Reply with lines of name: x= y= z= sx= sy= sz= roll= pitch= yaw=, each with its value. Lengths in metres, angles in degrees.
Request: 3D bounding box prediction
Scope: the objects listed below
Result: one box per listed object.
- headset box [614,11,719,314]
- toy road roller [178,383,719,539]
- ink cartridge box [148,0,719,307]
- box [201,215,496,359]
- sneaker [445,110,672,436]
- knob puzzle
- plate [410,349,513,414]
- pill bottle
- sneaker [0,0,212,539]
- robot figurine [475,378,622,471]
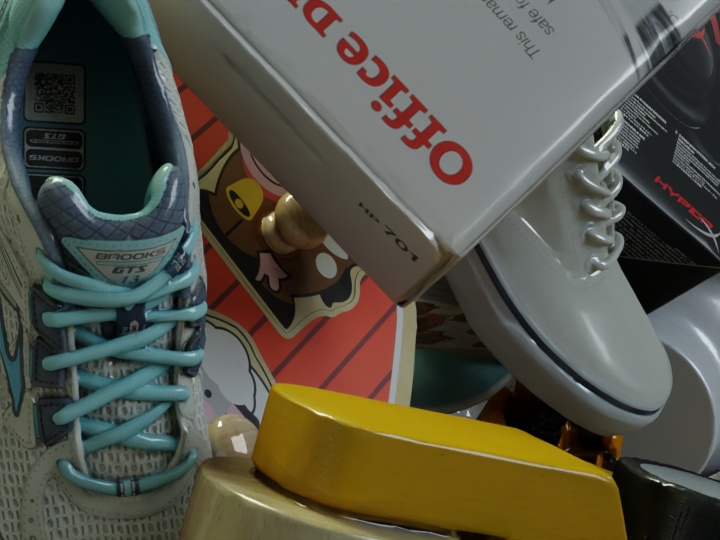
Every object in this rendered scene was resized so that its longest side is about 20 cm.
headset box: x=0.093 y=-0.098 z=0.880 sx=0.148 sy=0.075 sz=0.201 roll=38 pitch=45 yaw=-19
toy road roller: x=0.015 y=0.099 z=0.604 sx=0.199 sy=0.146 sz=0.124 roll=13 pitch=95 yaw=-33
ink cartridge box: x=0.039 y=-0.111 z=0.667 sx=0.147 sy=0.200 sz=0.086 roll=46 pitch=-15 yaw=1
box: x=0.000 y=0.000 z=0.762 sx=0.199 sy=0.039 sz=0.042 roll=8 pitch=60 yaw=-41
sneaker: x=0.062 y=-0.030 z=0.745 sx=0.201 sy=0.071 sz=0.073 roll=55 pitch=38 yaw=-14
knob puzzle: x=-0.044 y=-0.011 z=0.672 sx=0.219 sy=0.030 sz=0.221 roll=22 pitch=54 yaw=-34
plate: x=-0.005 y=-0.034 z=0.825 sx=0.199 sy=0.026 sz=0.201 roll=22 pitch=53 yaw=-33
pill bottle: x=0.146 y=0.035 z=1.001 sx=0.113 sy=0.112 sz=0.200 roll=62 pitch=25 yaw=-6
sneaker: x=-0.076 y=0.009 z=0.566 sx=0.077 sy=0.086 sz=0.202 roll=-9 pitch=85 yaw=-23
robot figurine: x=0.065 y=0.113 z=0.796 sx=0.200 sy=0.058 sz=0.146 roll=-66 pitch=155 yaw=-60
